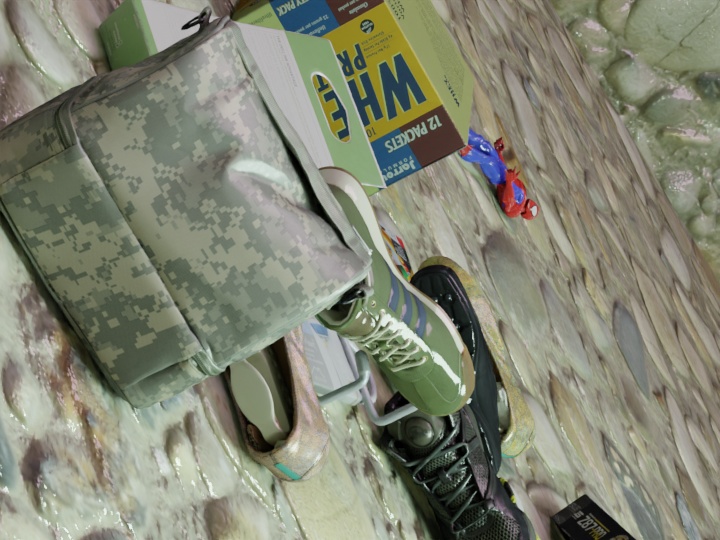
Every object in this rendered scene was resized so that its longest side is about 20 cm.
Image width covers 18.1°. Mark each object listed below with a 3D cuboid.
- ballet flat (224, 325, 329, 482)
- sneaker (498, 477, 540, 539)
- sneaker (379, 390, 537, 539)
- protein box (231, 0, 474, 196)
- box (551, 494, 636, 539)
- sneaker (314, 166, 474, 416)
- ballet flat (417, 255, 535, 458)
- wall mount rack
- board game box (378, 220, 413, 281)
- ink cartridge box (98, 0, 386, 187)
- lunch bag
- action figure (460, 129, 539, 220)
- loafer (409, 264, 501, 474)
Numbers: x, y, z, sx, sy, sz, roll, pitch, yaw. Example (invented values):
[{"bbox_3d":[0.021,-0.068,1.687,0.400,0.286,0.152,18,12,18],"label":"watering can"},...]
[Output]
[{"bbox_3d":[-0.072,0.047,1.537,0.067,0.068,0.201,21,42,-58],"label":"ballet flat"},{"bbox_3d":[0.132,0.257,1.840,0.076,0.075,0.201,50,21,-37],"label":"sneaker"},{"bbox_3d":[0.072,0.170,1.793,0.114,0.076,0.200,36,27,-56],"label":"sneaker"},{"bbox_3d":[-0.004,-0.195,2.039,0.199,0.134,0.200,59,15,-17],"label":"protein box"},{"bbox_3d":[0.266,0.323,2.141,0.201,0.049,0.161,59,-6,-15],"label":"box"},{"bbox_3d":[0.003,0.030,1.593,0.201,0.067,0.090,59,31,-10],"label":"sneaker"},{"bbox_3d":[0.097,0.078,2.058,0.201,0.070,0.071,65,15,10],"label":"ballet flat"},{"bbox_3d":[-0.019,0.025,1.718,0.200,0.074,0.175,25,41,-64],"label":"wall mount rack"},{"bbox_3d":[0.000,0.000,1.911,0.200,0.034,0.127,37,31,-59],"label":"board game box"},{"bbox_3d":[-0.086,-0.119,1.668,0.199,0.048,0.146,9,52,-45],"label":"ink cartridge box"},{"bbox_3d":[-0.104,-0.037,1.371,0.201,0.167,0.139,61,15,-10],"label":"lunch bag"},{"bbox_3d":[0.157,-0.120,2.628,0.200,0.051,0.066,52,14,-43],"label":"action figure"},{"bbox_3d":[0.078,0.085,1.914,0.070,0.068,0.202,-75,154,-66],"label":"loafer"}]
